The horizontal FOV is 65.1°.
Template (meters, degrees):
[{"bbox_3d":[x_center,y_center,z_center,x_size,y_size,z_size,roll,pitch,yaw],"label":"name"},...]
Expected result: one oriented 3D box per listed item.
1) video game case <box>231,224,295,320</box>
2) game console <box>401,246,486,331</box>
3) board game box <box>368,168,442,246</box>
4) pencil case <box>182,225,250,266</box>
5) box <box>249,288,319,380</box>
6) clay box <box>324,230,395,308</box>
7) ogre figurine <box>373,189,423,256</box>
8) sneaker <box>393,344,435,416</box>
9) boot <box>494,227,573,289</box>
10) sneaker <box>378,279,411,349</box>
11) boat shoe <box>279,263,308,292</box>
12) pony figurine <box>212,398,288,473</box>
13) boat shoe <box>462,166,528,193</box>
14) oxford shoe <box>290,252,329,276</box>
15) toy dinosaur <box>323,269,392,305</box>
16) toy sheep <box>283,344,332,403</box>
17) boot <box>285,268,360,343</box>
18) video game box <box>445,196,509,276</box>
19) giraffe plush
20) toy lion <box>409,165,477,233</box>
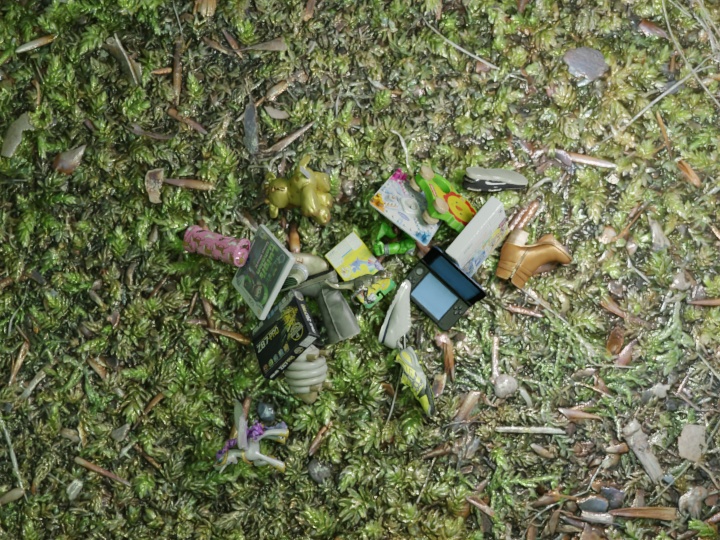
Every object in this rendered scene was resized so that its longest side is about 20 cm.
[{"bbox_3d":[-0.275,0.003,1.574,0.182,0.023,0.202,43,110,38],"label":"video game case"},{"bbox_3d":[0.227,0.056,1.590,0.200,0.118,0.171,42,99,3],"label":"game console"},{"bbox_3d":[0.145,-0.186,1.598,0.199,0.026,0.201,37,44,2],"label":"board game box"},{"bbox_3d":[-0.408,-0.072,1.600,0.197,0.086,0.084,15,82,19],"label":"pencil case"},{"bbox_3d":[-0.213,0.177,1.559,0.200,0.049,0.163,-44,49,21],"label":"box"},{"bbox_3d":[0.000,0.000,1.641,0.114,0.048,0.201,-38,89,-3],"label":"clay box"},{"bbox_3d":[0.116,-0.123,1.620,0.118,0.099,0.202,21,52,0],"label":"ogre figurine"},{"bbox_3d":[0.159,0.321,1.618,0.075,0.075,0.203,-22,77,6],"label":"sneaker"},{"bbox_3d":[0.497,-0.015,1.633,0.197,0.074,0.157,24,86,13],"label":"boot"},{"bbox_3d":[0.114,0.126,1.620,0.079,0.076,0.203,19,101,5],"label":"sneaker"},{"bbox_3d":[-0.238,0.029,1.591,0.197,0.062,0.073,-18,106,31],"label":"boat shoe"},{"bbox_3d":[-0.305,0.473,1.577,0.196,0.166,0.197,6,94,-15],"label":"pony figurine"},{"bbox_3d":[0.392,-0.257,1.650,0.196,0.074,0.061,1,128,-16],"label":"boat shoe"},{"bbox_3d":[-0.189,-0.019,1.628,0.196,0.074,0.072,4,87,0],"label":"oxford shoe"},{"bbox_3d":[-0.001,0.052,1.582,0.196,0.047,0.090,-10,78,-17],"label":"toy dinosaur"},{"bbox_3d":[-0.152,0.273,1.585,0.135,0.138,0.205,-3,91,0],"label":"toy sheep"},{"bbox_3d":[-0.110,0.113,1.625,0.179,0.073,0.203,-15,105,19],"label":"boot"},{"bbox_3d":[0.332,-0.084,1.582,0.047,0.182,0.201,39,86,31],"label":"video game box"},{"bbox_3d":[-0.189,-0.218,1.608,0.159,0.200,0.175,-11,54,22],"label":"giraffe plush"},{"bbox_3d":[0.252,-0.193,1.613,0.189,0.069,0.203,8,50,-35],"label":"toy lion"}]
